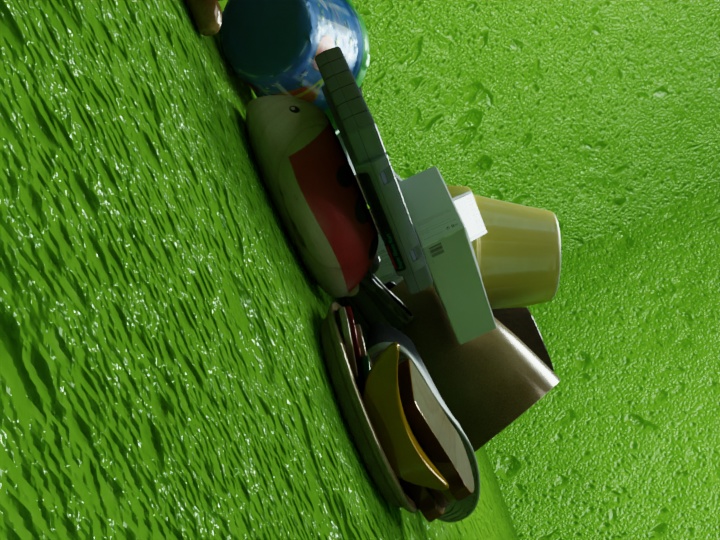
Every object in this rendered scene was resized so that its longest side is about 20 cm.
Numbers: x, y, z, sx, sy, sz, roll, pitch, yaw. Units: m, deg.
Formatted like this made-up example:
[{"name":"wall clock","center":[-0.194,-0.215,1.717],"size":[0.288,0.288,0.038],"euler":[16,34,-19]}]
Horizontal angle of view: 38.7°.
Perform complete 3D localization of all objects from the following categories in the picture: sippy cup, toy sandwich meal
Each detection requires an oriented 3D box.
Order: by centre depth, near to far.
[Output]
[{"name":"toy sandwich meal","center":[0.032,0.113,0.861],"size":[0.205,0.069,0.208],"euler":[-23,91,-85]},{"name":"sippy cup","center":[-0.071,-0.221,0.987],"size":[0.177,0.141,0.130],"euler":[36,9,13]}]

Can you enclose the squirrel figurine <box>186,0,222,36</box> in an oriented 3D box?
[{"name":"squirrel figurine","center":[-0.084,-0.322,0.868],"size":[0.201,0.184,0.143],"euler":[-106,171,-56]}]

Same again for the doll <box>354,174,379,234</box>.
[{"name":"doll","center":[-0.026,-0.089,1.149],"size":[0.138,0.048,0.200],"euler":[60,-6,-25]}]

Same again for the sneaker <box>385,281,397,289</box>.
[{"name":"sneaker","center":[0.086,0.078,1.288],"size":[0.198,0.072,0.083],"euler":[30,-21,15]}]

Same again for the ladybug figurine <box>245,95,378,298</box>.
[{"name":"ladybug figurine","center":[-0.037,-0.068,0.919],"size":[0.136,0.071,0.202],"euler":[-103,170,-65]}]

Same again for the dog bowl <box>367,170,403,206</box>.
[{"name":"dog bowl","center":[0.015,-0.127,1.441],"size":[0.200,0.059,0.200],"euler":[43,4,-3]}]

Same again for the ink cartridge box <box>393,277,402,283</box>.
[{"name":"ink cartridge box","center":[0.038,0.007,1.455],"size":[0.200,0.067,0.118],"euler":[-3,71,-86]}]

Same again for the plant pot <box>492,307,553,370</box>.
[{"name":"plant pot","center":[0.154,0.132,1.392],"size":[0.187,0.197,0.190],"euler":[-24,90,-86]}]

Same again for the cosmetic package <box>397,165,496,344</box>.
[{"name":"cosmetic package","center":[0.091,-0.011,1.051],"size":[0.201,0.050,0.083],"euler":[63,2,-55]}]

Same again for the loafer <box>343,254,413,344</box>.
[{"name":"loafer","center":[0.000,0.000,1.075],"size":[0.073,0.062,0.201],"euler":[-109,174,-45]}]

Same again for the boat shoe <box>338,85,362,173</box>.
[{"name":"boat shoe","center":[-0.017,-0.161,1.317],"size":[0.068,0.056,0.204],"euler":[-16,-103,52]}]

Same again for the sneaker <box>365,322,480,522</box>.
[{"name":"sneaker","center":[0.063,0.146,1.030],"size":[0.106,0.074,0.203],"euler":[-85,151,-75]}]

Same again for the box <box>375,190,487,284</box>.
[{"name":"box","center":[0.067,-0.036,1.263],"size":[0.199,0.115,0.061],"euler":[-26,92,-61]}]

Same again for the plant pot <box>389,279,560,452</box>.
[{"name":"plant pot","center":[0.100,0.104,1.188],"size":[0.201,0.185,0.186],"euler":[53,3,9]}]

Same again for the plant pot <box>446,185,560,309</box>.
[{"name":"plant pot","center":[0.185,-0.020,1.483],"size":[0.201,0.185,0.205],"euler":[180,-90,-87]}]

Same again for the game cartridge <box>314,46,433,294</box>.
[{"name":"game cartridge","center":[0.012,-0.085,0.924],"size":[0.131,0.038,0.202],"euler":[-105,173,-46]}]
